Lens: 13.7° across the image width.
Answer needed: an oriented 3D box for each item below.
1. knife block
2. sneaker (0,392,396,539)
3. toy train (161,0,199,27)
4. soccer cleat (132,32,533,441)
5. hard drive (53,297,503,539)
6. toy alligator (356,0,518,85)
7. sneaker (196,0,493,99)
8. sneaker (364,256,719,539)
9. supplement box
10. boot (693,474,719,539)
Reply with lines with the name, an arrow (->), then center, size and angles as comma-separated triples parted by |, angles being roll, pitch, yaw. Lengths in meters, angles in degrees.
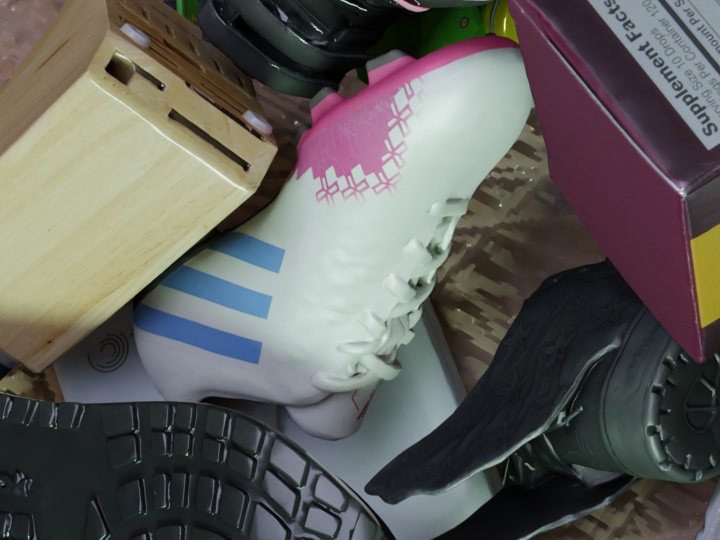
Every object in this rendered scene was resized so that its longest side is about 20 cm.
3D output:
knife block -> -0.108, -0.009, 0.976 | 0.064, 0.200, 0.176 | 34, 98, -14
sneaker -> -0.060, 0.076, 0.953 | 0.200, 0.088, 0.076 | 15, 89, 29
toy train -> -0.073, -0.146, 1.079 | 0.042, 0.056, 0.201 | -12, 70, 19
soccer cleat -> 0.000, 0.000, 0.936 | 0.200, 0.070, 0.087 | -39, 69, 47
hard drive -> -0.017, 0.087, 0.999 | 0.132, 0.027, 0.200 | -27, 65, 13
toy alligator -> 0.032, -0.096, 1.004 | 0.200, 0.054, 0.059 | -48, 43, -7
sneaker -> -0.002, -0.088, 0.912 | 0.071, 0.200, 0.099 | 36, 103, -13
sneaker -> 0.094, 0.012, 0.949 | 0.104, 0.060, 0.200 | -5, 40, 53
supplement box -> 0.151, -0.078, 0.863 | 0.200, 0.110, 0.086 | -33, 63, -7
boot -> 0.145, 0.152, 0.891 | 0.131, 0.070, 0.201 | 20, 87, 21
